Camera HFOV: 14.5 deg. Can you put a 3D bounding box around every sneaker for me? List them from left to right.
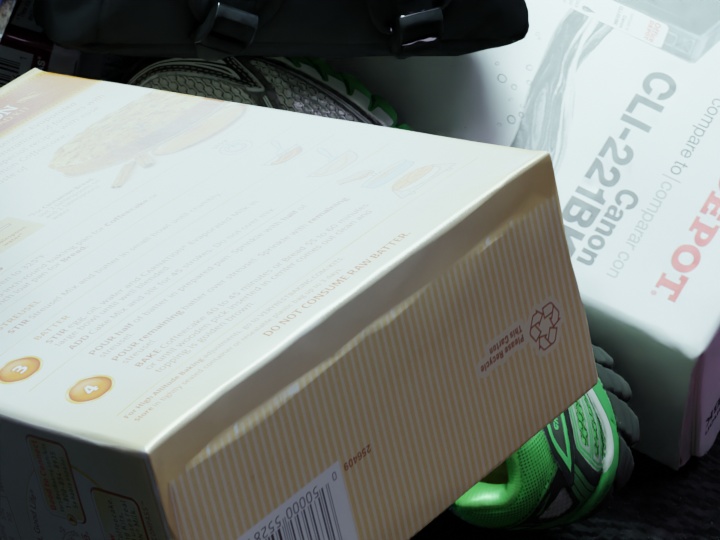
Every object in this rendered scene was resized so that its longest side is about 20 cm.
[{"bbox_3d":[0.000,0.000,0.863,0.200,0.078,0.085,41,13,14],"label":"sneaker"}]

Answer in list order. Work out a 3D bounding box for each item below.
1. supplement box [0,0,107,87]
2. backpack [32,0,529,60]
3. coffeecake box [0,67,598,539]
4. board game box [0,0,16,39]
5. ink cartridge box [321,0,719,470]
[{"bbox_3d":[-0.191,-0.099,1.004,0.199,0.061,0.109,17,28,-2],"label":"supplement box"},{"bbox_3d":[-0.028,-0.177,0.885,0.163,0.201,0.154,-4,22,-19],"label":"backpack"},{"bbox_3d":[-0.065,0.019,0.751,0.200,0.073,0.153,12,36,41],"label":"coffeecake box"},{"bbox_3d":[-0.186,-0.107,0.748,0.159,0.097,0.200,15,28,-22],"label":"board game box"},{"bbox_3d":[0.059,-0.046,0.963,0.200,0.084,0.144,27,65,15],"label":"ink cartridge box"}]
